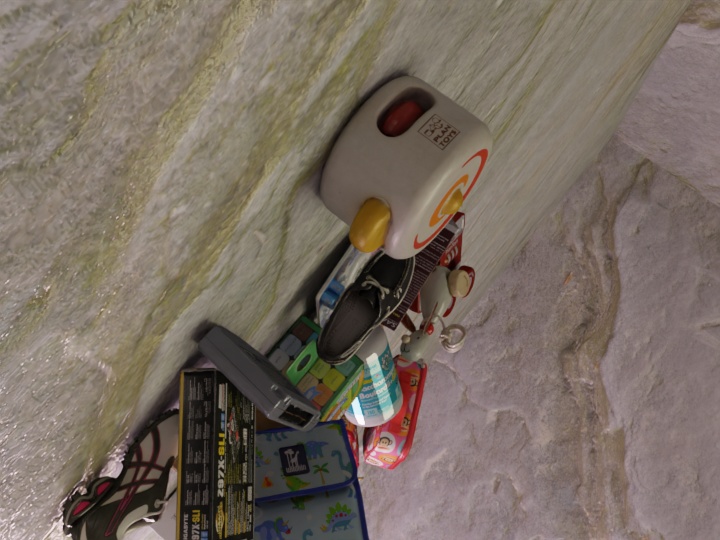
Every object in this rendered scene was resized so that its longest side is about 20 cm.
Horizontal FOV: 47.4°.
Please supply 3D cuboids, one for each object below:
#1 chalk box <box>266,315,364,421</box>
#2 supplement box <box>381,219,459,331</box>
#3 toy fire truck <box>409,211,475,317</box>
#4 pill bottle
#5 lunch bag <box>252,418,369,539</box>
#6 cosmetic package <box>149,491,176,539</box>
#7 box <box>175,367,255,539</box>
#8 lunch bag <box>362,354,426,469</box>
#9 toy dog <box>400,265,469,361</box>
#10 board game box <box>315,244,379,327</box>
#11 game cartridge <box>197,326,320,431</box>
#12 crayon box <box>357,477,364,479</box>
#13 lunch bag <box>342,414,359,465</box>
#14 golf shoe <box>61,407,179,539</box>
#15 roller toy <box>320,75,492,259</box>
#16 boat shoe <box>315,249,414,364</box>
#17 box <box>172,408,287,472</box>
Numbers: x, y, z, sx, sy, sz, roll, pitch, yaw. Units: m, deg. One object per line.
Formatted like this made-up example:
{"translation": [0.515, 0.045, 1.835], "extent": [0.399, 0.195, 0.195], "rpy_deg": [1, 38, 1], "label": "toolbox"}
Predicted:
{"translation": [-0.076, 0.163, 1.241], "extent": [0.125, 0.124, 0.200], "rpy_deg": [-49, 167, -16], "label": "chalk box"}
{"translation": [0.079, -0.012, 1.357], "extent": [0.201, 0.061, 0.109], "rpy_deg": [-59, -169, 13], "label": "supplement box"}
{"translation": [0.154, -0.012, 1.666], "extent": [0.200, 0.112, 0.169], "rpy_deg": [-40, 139, -45], "label": "toy fire truck"}
{"translation": [0.002, 0.161, 1.405], "extent": [0.111, 0.110, 0.201], "rpy_deg": [-43, 130, -36], "label": "pill bottle"}
{"translation": [-0.086, 0.312, 1.116], "extent": [0.169, 0.201, 0.127], "rpy_deg": [-6, 164, -14], "label": "lunch bag"}
{"translation": [-0.258, 0.398, 1.333], "extent": [0.113, 0.081, 0.200], "rpy_deg": [-48, 168, -16], "label": "cosmetic package"}
{"translation": [-0.169, 0.225, 0.979], "extent": [0.160, 0.049, 0.201], "rpy_deg": [48, 39, -73], "label": "box"}
{"translation": [0.066, 0.264, 1.554], "extent": [0.176, 0.081, 0.201], "rpy_deg": [112, -6, -64], "label": "lunch bag"}
{"translation": [0.120, 0.055, 1.479], "extent": [0.131, 0.096, 0.201], "rpy_deg": [-18, -140, 29], "label": "toy dog"}
{"translation": [0.000, 0.000, 1.235], "extent": [0.200, 0.026, 0.200], "rpy_deg": [-56, 169, -19], "label": "board game box"}
{"translation": [-0.119, 0.128, 0.968], "extent": [0.042, 0.133, 0.200], "rpy_deg": [-51, 162, -7], "label": "game cartridge"}
{"translation": [-0.107, 0.296, 1.284], "extent": [0.127, 0.199, 0.051], "rpy_deg": [-34, -135, 55], "label": "crayon box"}
{"translation": [-0.092, 0.315, 1.538], "extent": [0.200, 0.175, 0.082], "rpy_deg": [83, 7, -55], "label": "lunch bag"}
{"translation": [-0.246, 0.243, 0.944], "extent": [0.200, 0.088, 0.077], "rpy_deg": [-47, 165, -33], "label": "golf shoe"}
{"translation": [0.057, -0.112, 0.930], "extent": [0.183, 0.140, 0.200], "rpy_deg": [-57, 166, 17], "label": "roller toy"}
{"translation": [0.007, 0.043, 1.133], "extent": [0.200, 0.074, 0.060], "rpy_deg": [-50, 174, -5], "label": "boat shoe"}
{"translation": [-0.149, 0.276, 1.168], "extent": [0.164, 0.200, 0.021], "rpy_deg": [-47, -159, -20], "label": "box"}
